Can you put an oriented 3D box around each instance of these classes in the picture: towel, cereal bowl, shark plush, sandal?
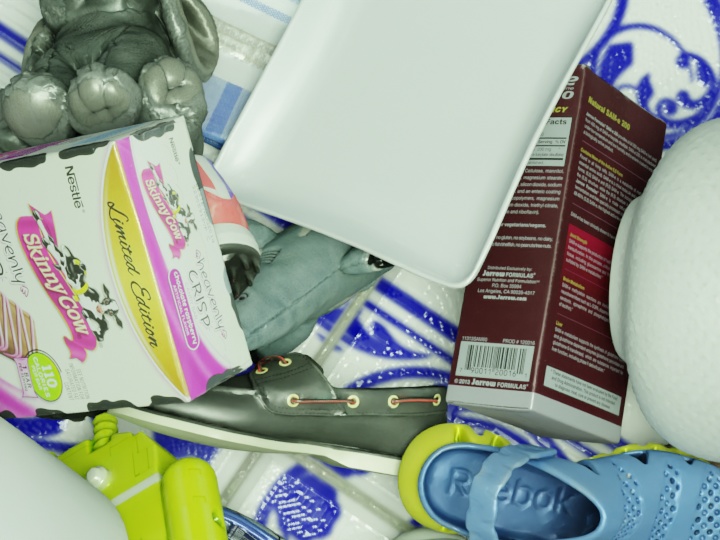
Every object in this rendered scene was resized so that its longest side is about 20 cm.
[{"bbox_3d":[-0.034,-0.158,1.066,0.147,0.024,0.200,25,79,1],"label":"towel"},{"bbox_3d":[0.193,0.009,0.978,0.083,0.200,0.200,5,78,24],"label":"cereal bowl"},{"bbox_3d":[0.000,0.000,1.011,0.200,0.083,0.091,-15,99,-19],"label":"shark plush"},{"bbox_3d":[0.124,0.134,0.953,0.200,0.087,0.080,4,93,-8],"label":"sandal"}]

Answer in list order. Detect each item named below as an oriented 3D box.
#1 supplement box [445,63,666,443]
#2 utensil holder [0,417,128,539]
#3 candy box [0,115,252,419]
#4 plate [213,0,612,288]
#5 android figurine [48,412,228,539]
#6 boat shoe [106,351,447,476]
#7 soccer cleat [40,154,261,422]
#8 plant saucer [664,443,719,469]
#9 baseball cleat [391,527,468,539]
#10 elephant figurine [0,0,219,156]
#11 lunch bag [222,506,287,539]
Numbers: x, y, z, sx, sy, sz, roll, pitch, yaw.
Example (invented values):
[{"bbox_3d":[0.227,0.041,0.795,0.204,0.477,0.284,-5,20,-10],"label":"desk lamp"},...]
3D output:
[{"bbox_3d":[0.117,-0.008,1.003,0.061,0.109,0.200,3,76,37],"label":"supplement box"},{"bbox_3d":[-0.235,0.131,0.854,0.170,0.200,0.170,-21,48,26],"label":"utensil holder"},{"bbox_3d":[-0.166,0.005,0.900,0.200,0.061,0.136,-9,102,33],"label":"candy box"},{"bbox_3d":[0.031,-0.101,0.994,0.200,0.032,0.200,21,81,36],"label":"plate"},{"bbox_3d":[-0.148,0.166,0.937,0.182,0.041,0.200,-30,44,18],"label":"android figurine"},{"bbox_3d":[-0.044,0.078,0.986,0.201,0.074,0.063,10,85,-19],"label":"boat shoe"},{"bbox_3d":[-0.129,0.016,0.969,0.068,0.200,0.073,7,52,-41],"label":"soccer cleat"},{"bbox_3d":[0.211,0.199,1.017,0.200,0.034,0.200,1,79,-4],"label":"plant saucer"},{"bbox_3d":[0.093,0.202,0.951,0.200,0.106,0.070,14,100,21],"label":"baseball cleat"},{"bbox_3d":[-0.143,-0.136,0.997,0.141,0.155,0.200,12,49,-20],"label":"elephant figurine"},{"bbox_3d":[-0.078,0.237,0.968,0.160,0.076,0.200,36,80,0],"label":"lunch bag"}]
